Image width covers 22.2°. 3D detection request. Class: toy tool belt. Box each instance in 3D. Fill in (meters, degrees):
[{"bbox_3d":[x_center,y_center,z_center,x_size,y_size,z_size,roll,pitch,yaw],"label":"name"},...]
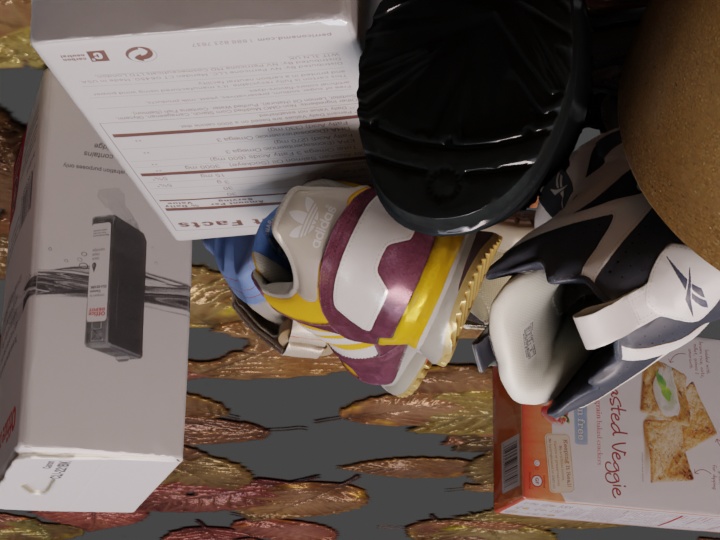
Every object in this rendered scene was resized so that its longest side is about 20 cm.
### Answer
[{"bbox_3d":[-0.030,-0.023,0.943,0.123,0.125,0.200,32,174,-16],"label":"toy tool belt"}]

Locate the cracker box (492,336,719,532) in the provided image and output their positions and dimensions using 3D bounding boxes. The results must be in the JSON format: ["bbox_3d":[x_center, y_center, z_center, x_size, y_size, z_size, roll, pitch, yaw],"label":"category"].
[{"bbox_3d":[0.196,0.113,1.321,0.200,0.134,0.058,7,160,-19],"label":"cracker box"}]

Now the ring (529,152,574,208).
[{"bbox_3d":[0.137,-0.051,0.966,0.200,0.019,0.200,1,175,0],"label":"ring"}]

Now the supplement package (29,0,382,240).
[{"bbox_3d":[-0.044,-0.102,0.732,0.117,0.117,0.200,-4,161,8],"label":"supplement package"}]

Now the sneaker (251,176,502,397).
[{"bbox_3d":[0.000,0.000,0.765,0.090,0.075,0.200,26,168,-1],"label":"sneaker"}]

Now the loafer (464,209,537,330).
[{"bbox_3d":[0.065,-0.002,1.007,0.076,0.068,0.200,6,-178,-5],"label":"loafer"}]

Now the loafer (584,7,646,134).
[{"bbox_3d":[0.103,-0.081,0.867,0.200,0.063,0.072,-3,160,12],"label":"loafer"}]

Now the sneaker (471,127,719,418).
[{"bbox_3d":[0.090,0.003,0.785,0.130,0.080,0.199,-28,-162,-16],"label":"sneaker"}]

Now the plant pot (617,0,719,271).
[{"bbox_3d":[0.192,-0.112,0.638,0.186,0.187,0.200,0,148,2],"label":"plant pot"}]

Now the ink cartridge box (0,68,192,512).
[{"bbox_3d":[-0.141,0.017,0.957,0.084,0.200,0.144,7,161,-15],"label":"ink cartridge box"}]

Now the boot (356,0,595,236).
[{"bbox_3d":[0.052,-0.075,0.699,0.073,0.198,0.162,0,155,11],"label":"boot"}]
